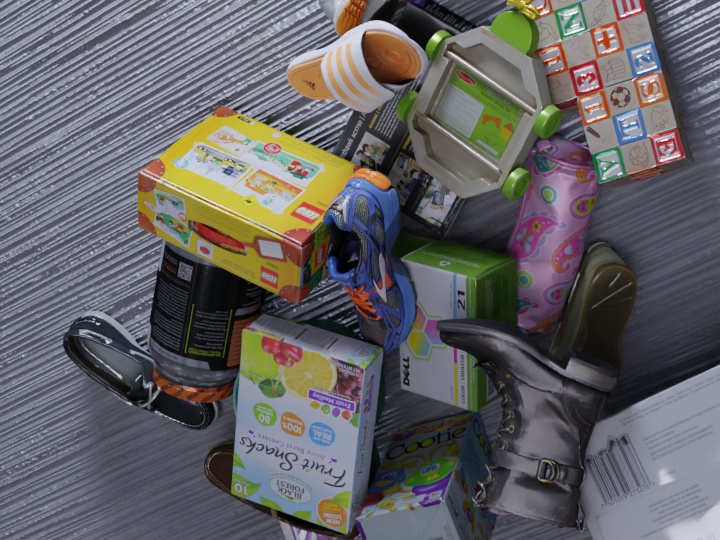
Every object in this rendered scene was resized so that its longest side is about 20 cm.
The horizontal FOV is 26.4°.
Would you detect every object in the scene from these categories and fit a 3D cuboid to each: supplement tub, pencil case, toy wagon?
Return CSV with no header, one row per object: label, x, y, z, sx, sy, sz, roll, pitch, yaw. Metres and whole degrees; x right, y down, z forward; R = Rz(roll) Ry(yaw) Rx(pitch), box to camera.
supplement tub,-0.166,0.034,1.673,0.121,0.123,0.202,17,113,8
pencil case,0.189,-0.034,1.572,0.087,0.088,0.202,19,115,8
toy wagon,0.124,-0.170,1.482,0.155,0.039,0.201,38,116,25

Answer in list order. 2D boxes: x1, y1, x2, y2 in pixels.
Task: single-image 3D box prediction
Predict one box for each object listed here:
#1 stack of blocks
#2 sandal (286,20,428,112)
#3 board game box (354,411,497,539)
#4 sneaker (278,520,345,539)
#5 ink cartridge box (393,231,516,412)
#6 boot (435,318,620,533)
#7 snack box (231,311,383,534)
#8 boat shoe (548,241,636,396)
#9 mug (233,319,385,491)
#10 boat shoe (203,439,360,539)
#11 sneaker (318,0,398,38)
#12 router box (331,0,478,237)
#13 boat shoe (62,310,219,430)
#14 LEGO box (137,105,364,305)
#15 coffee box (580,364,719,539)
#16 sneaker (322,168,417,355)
stack of blocks,0.237,-0.184,1.477,0.114,0.058,0.202,-17,82,20
sandal,-0.011,-0.185,1.514,0.079,0.060,0.206,36,154,-25
board game box,0.079,0.248,1.644,0.102,0.200,0.106,-16,106,20
sneaker,-0.030,0.280,1.759,0.113,0.073,0.202,-21,104,18
ink cartridge box,0.062,0.046,1.602,0.199,0.075,0.150,14,116,37
boot,0.143,0.149,1.472,0.198,0.069,0.176,20,98,10
snack box,-0.057,0.158,1.592,0.141,0.053,0.202,17,118,20
boat shoe,0.237,0.070,1.619,0.072,0.063,0.203,2,120,-13
mug,-0.047,0.146,1.682,0.150,0.114,0.187,6,113,22
boat shoe,-0.085,0.241,1.696,0.200,0.075,0.076,17,100,12
sneaker,0.026,-0.325,1.515,0.200,0.092,0.076,-48,137,7
router box,0.073,-0.158,1.574,0.148,0.051,0.201,31,115,4
boat shoe,-0.255,0.126,1.766,0.199,0.060,0.076,31,115,2
LEGO box,-0.105,-0.071,1.573,0.199,0.149,0.078,25,134,20
coffee box,0.342,0.215,1.534,0.198,0.197,0.202,-27,79,23
sneaker,0.000,0.000,1.524,0.075,0.078,0.202,18,130,42
